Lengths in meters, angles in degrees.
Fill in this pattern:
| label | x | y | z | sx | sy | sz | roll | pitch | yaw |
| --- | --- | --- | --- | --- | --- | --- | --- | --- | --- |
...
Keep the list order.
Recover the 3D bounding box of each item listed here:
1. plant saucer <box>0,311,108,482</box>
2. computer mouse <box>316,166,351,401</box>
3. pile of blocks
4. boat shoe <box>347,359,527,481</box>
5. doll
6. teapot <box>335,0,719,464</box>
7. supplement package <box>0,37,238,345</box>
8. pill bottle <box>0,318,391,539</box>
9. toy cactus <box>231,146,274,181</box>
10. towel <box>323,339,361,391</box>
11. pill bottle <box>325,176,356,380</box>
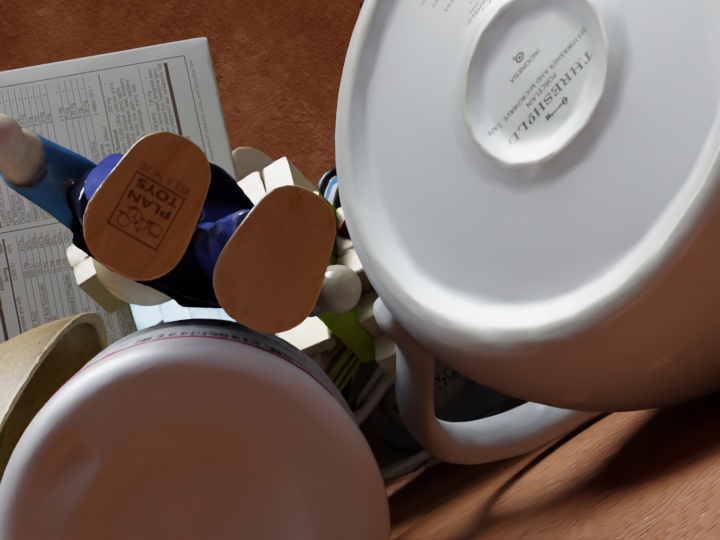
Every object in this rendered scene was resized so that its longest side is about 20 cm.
| label | x | y | z | sx | sy | sz | roll | pitch | yaw |
| --- | --- | --- | --- | --- | --- | --- | --- | --- | --- |
| plant saucer | -0.138 | 0.104 | 0.833 | 0.200 | 0.035 | 0.201 | 19 | -90 | -84 |
| computer mouse | 0.000 | 0.000 | 1.074 | 0.044 | 0.110 | 0.200 | 10 | 8 | 2 |
| pile of blocks | -0.043 | -0.003 | 0.899 | 0.199 | 0.062 | 0.082 | -2 | 58 | 36 |
| boat shoe | 0.065 | 0.018 | 0.903 | 0.200 | 0.071 | 0.069 | -45 | 2 | 30 |
| doll | -0.062 | -0.013 | 0.780 | 0.200 | 0.136 | 0.049 | 173 | 120 | -81 |
| teapot | 0.097 | -0.039 | 0.767 | 0.199 | 0.199 | 0.146 | -3 | -14 | 43 |
| supplement package | -0.151 | 0.009 | 1.056 | 0.199 | 0.152 | 0.152 | -11 | -15 | -10 |
| pill bottle | -0.051 | 0.073 | 0.774 | 0.113 | 0.114 | 0.200 | -33 | 2 | -1 |
| toy cactus | -0.088 | 0.002 | 1.213 | 0.165 | 0.102 | 0.201 | -42 | 40 | 40 |
| towel | 0.003 | 0.023 | 0.940 | 0.200 | 0.018 | 0.086 | -55 | 0 | -11 |
| pill bottle | 0.041 | -0.016 | 1.208 | 0.199 | 0.113 | 0.112 | -31 | 4 | 27 |
